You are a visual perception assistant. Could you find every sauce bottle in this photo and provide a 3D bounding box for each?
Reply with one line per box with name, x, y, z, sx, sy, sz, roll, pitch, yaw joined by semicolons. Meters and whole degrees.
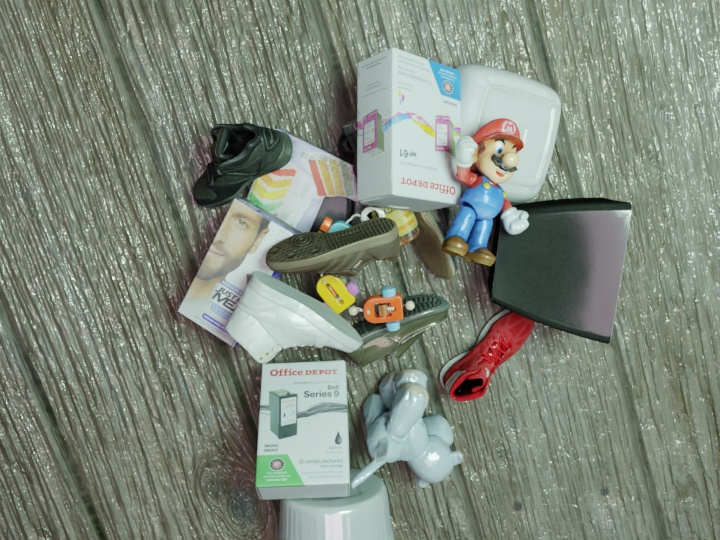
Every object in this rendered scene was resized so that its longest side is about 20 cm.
sauce bottle;0.028;-0.134;0.941;0.065;0.066;0.202;-26;109;3

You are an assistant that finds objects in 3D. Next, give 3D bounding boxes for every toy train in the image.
toy train;0.000;0.000;0.971;0.148;0.056;0.203;-11;105;4

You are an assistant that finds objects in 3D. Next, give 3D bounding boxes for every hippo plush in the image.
hippo plush;0.099;0.268;1.009;0.160;0.201;0.160;32;120;-14

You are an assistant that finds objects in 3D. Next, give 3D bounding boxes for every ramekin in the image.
ramekin;-0.043;0.406;1.020;0.197;0.200;0.099;-2;93;-1

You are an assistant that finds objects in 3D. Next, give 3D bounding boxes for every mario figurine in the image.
mario figurine;0.180;-0.112;0.847;0.105;0.123;0.203;15;89;26

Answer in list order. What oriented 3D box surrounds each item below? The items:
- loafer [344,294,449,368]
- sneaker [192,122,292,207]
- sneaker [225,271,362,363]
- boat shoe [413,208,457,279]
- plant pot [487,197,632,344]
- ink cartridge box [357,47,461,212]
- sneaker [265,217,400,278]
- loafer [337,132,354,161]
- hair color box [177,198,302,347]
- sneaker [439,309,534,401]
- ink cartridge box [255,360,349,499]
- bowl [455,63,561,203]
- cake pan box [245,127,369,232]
loafer;0.061;0.103;1.036;0.198;0.075;0.070;-23;111;8
sneaker;-0.209;-0.164;0.933;0.198;0.114;0.077;-22;69;32
sneaker;-0.103;0.097;0.924;0.199;0.074;0.116;31;101;-17
boat shoe;0.115;-0.083;1.001;0.065;0.072;0.202;-34;102;-28
plant pot;0.295;-0.019;0.960;0.175;0.200;0.203;8;100;8
ink cartridge box;0.071;-0.193;0.883;0.143;0.084;0.203;1;89;-40
sneaker;-0.036;-0.015;0.896;0.197;0.071;0.076;-13;127;-1
loafer;0.062;-0.207;0.978;0.197;0.063;0.073;-9;99;-1
hair color box;-0.186;0.002;0.953;0.108;0.065;0.202;30;97;6
sneaker;0.222;0.148;1.017;0.078;0.116;0.200;42;97;-7
ink cartridge box;-0.091;0.253;0.989;0.144;0.084;0.202;-2;57;-2
bowl;0.221;-0.209;0.954;0.197;0.075;0.203;9;99;-19
cake pan box;-0.083;-0.104;1.002;0.198;0.052;0.186;26;100;-6
